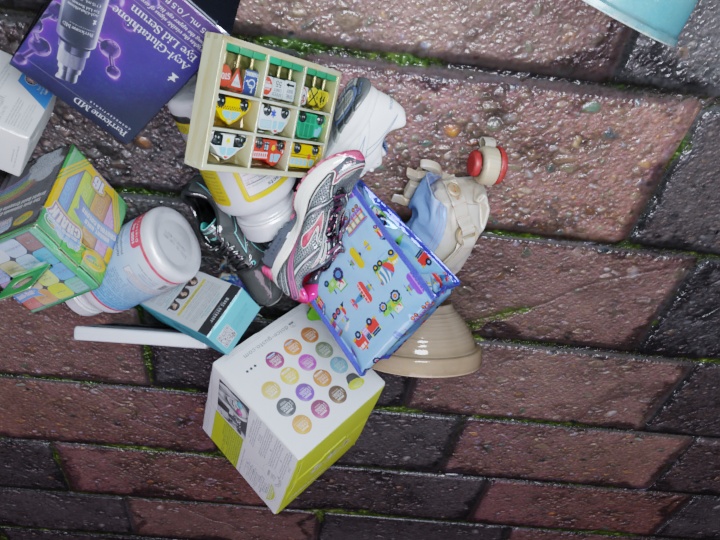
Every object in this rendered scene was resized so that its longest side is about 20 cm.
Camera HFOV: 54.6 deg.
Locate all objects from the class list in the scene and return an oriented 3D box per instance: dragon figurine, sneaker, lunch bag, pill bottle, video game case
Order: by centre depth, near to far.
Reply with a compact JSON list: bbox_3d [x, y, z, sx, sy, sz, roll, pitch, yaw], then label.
[{"bbox_3d":[-0.140,-0.137,0.829,0.109,0.112,0.203,-10,127,13],"label":"pill bottle"},{"bbox_3d":[-0.043,-0.054,0.834,0.080,0.075,0.202,-16,141,-54],"label":"sneaker"},{"bbox_3d":[-0.017,-0.142,0.871,0.086,0.076,0.200,19,137,-26],"label":"sneaker"},{"bbox_3d":[0.000,0.000,0.881,0.201,0.094,0.151,49,117,12],"label":"lunch bag"},{"bbox_3d":[-0.173,-0.036,0.922,0.074,0.079,0.203,-23,100,32],"label":"sneaker"},{"bbox_3d":[-0.334,-0.005,1.001,0.197,0.110,0.109,-22,133,24],"label":"pill bottle"},{"bbox_3d":[-0.151,-0.001,1.036,0.098,0.060,0.200,23,134,-22],"label":"dragon figurine"},{"bbox_3d":[-0.324,0.102,1.104,0.195,0.024,0.182,4,178,-2],"label":"video game case"}]

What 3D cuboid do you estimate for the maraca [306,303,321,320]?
[{"bbox_3d":[-0.034,0.017,1.015,0.134,0.109,0.202,-4,138,4],"label":"maraca"}]

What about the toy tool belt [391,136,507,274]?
[{"bbox_3d":[0.097,-0.080,0.895,0.120,0.127,0.202,4,138,-16],"label":"toy tool belt"}]

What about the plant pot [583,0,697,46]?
[{"bbox_3d":[0.232,-0.326,0.582,0.196,0.202,0.190,18,121,-17],"label":"plant pot"}]

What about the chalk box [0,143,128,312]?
[{"bbox_3d":[-0.404,-0.038,0.899,0.122,0.203,0.125,-15,136,19],"label":"chalk box"}]

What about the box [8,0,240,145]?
[{"bbox_3d":[-0.242,-0.256,0.726,0.147,0.106,0.199,34,129,-31],"label":"box"}]

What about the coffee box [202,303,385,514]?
[{"bbox_3d":[-0.111,0.219,1.115,0.197,0.198,0.202,42,139,18],"label":"coffee box"}]

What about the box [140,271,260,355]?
[{"bbox_3d":[-0.236,0.049,1.004,0.198,0.083,0.049,17,155,44],"label":"box"}]

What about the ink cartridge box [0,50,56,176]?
[{"bbox_3d":[-0.458,-0.205,0.782,0.197,0.118,0.067,23,135,-21],"label":"ink cartridge box"}]

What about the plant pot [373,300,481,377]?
[{"bbox_3d":[0.091,0.092,1.073,0.196,0.201,0.095,4,98,-2],"label":"plant pot"}]

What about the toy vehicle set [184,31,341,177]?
[{"bbox_3d":[-0.097,-0.167,0.742,0.026,0.198,0.127,19,104,30],"label":"toy vehicle set"}]
